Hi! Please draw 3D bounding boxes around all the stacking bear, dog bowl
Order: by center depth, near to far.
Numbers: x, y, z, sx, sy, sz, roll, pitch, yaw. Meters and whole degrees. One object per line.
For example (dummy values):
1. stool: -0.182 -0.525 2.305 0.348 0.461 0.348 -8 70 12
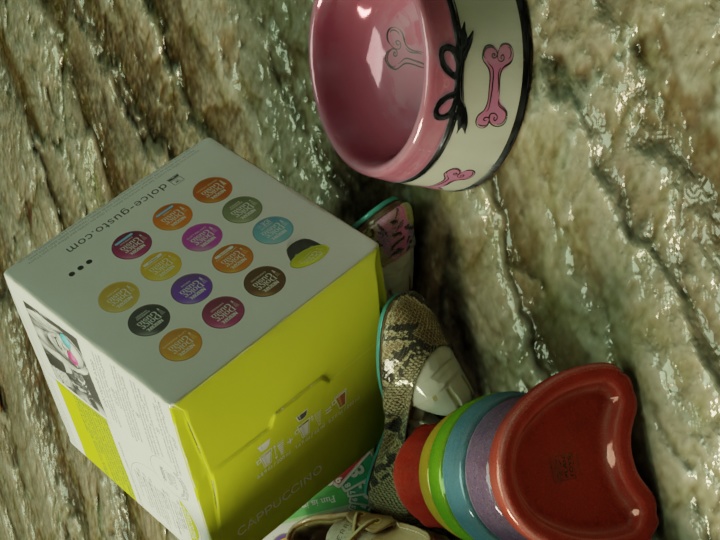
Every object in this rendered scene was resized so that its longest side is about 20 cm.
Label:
1. stacking bear: 0.090 0.136 1.102 0.200 0.113 0.122 -19 80 63
2. dog bowl: 0.033 -0.152 1.161 0.200 0.074 0.201 22 116 56

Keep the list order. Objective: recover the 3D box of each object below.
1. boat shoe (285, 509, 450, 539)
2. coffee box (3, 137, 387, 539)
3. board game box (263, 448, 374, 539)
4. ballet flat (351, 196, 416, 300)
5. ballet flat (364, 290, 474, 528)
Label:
1. boat shoe: 0.000 0.217 1.241 0.200 0.069 0.074 -19 36 60
2. coffee box: -0.109 0.061 1.229 0.198 0.200 0.200 33 148 34
3. board game box: -0.040 0.216 1.348 0.030 0.095 0.201 -105 17 -69
4. ballet flat: 0.000 0.000 1.271 0.071 0.069 0.200 61 152 1
5. ballet flat: 0.048 0.110 1.218 0.075 0.068 0.200 26 127 30
